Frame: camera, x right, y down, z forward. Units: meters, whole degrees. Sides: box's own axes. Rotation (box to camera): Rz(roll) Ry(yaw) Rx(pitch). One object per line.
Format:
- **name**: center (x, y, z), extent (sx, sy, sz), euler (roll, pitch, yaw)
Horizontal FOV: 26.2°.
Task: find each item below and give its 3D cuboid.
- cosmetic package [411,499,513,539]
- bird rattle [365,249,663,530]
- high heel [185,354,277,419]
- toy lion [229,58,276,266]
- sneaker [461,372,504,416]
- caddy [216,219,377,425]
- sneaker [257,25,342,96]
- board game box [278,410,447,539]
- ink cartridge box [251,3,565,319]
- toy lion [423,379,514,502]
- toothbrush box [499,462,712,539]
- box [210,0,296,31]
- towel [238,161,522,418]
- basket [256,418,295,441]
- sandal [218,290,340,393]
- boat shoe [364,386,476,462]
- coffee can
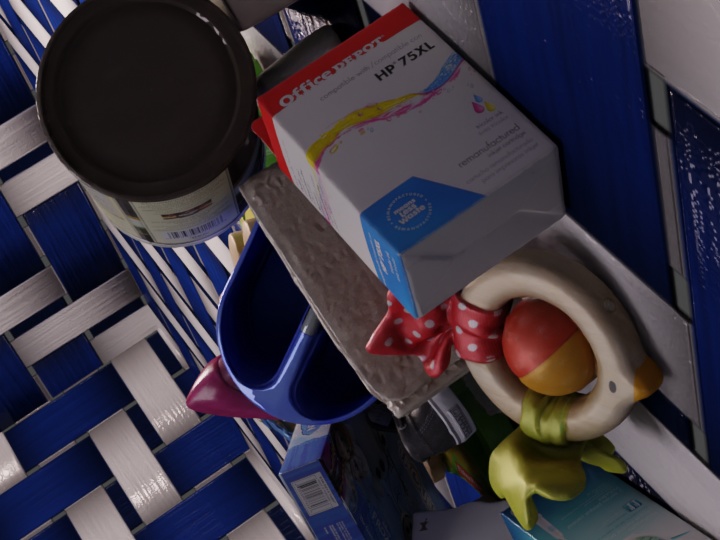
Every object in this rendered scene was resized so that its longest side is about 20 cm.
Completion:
- **cosmetic package**: center (0.129, 0.272, 1.293), extent (0.200, 0.112, 0.082), euler (50, -145, -46)
- **bird rattle**: center (0.108, 0.048, 0.980), extent (0.201, 0.112, 0.163), euler (58, 138, 7)
- **high heel**: center (-0.062, 0.114, 1.400), extent (0.199, 0.096, 0.068), euler (28, -144, -40)
- **toy lion**: center (-0.095, -0.096, 1.400), extent (0.200, 0.068, 0.194), euler (156, 99, -78)
- **sneaker**: center (0.093, 0.070, 1.165), extent (0.105, 0.060, 0.200), euler (56, 168, 4)
- **caddy**: center (-0.022, 0.014, 1.146), extent (0.140, 0.201, 0.105), euler (26, -170, 2)
- **sneaker**: center (-0.032, -0.129, 1.158), extent (0.082, 0.074, 0.200), euler (50, 178, -10)
- **board game box**: center (0.011, 0.189, 1.294), extent (0.201, 0.043, 0.199), euler (62, -162, -20)
- **ink cartridge box**: center (0.019, -0.081, 0.938), extent (0.200, 0.116, 0.067), euler (48, 166, 35)
- **toy lion**: center (0.082, 0.120, 1.363), extent (0.200, 0.068, 0.193), euler (39, 151, 56)
- **toothbrush box**: center (0.203, 0.241, 1.103), extent (0.147, 0.085, 0.200), euler (63, 168, -21)
- **box**: center (-0.092, -0.214, 1.132), extent (0.069, 0.082, 0.200), euler (60, 169, -12)
- **towel**: center (0.021, -0.011, 1.078), extent (0.201, 0.132, 0.034), euler (57, 175, 6)
- **basket**: center (-0.042, 0.078, 1.489), extent (0.139, 0.177, 0.200), euler (36, 168, 32)
- **sandal**: center (-0.055, 0.036, 1.291), extent (0.212, 0.077, 0.070), euler (48, 130, 55)
- **boat shoe**: center (0.033, 0.106, 1.261), extent (0.070, 0.066, 0.200), euler (57, 175, -23)
- **coffee can**: center (-0.143, -0.104, 1.107), extent (0.147, 0.146, 0.200), euler (56, 174, 6)
